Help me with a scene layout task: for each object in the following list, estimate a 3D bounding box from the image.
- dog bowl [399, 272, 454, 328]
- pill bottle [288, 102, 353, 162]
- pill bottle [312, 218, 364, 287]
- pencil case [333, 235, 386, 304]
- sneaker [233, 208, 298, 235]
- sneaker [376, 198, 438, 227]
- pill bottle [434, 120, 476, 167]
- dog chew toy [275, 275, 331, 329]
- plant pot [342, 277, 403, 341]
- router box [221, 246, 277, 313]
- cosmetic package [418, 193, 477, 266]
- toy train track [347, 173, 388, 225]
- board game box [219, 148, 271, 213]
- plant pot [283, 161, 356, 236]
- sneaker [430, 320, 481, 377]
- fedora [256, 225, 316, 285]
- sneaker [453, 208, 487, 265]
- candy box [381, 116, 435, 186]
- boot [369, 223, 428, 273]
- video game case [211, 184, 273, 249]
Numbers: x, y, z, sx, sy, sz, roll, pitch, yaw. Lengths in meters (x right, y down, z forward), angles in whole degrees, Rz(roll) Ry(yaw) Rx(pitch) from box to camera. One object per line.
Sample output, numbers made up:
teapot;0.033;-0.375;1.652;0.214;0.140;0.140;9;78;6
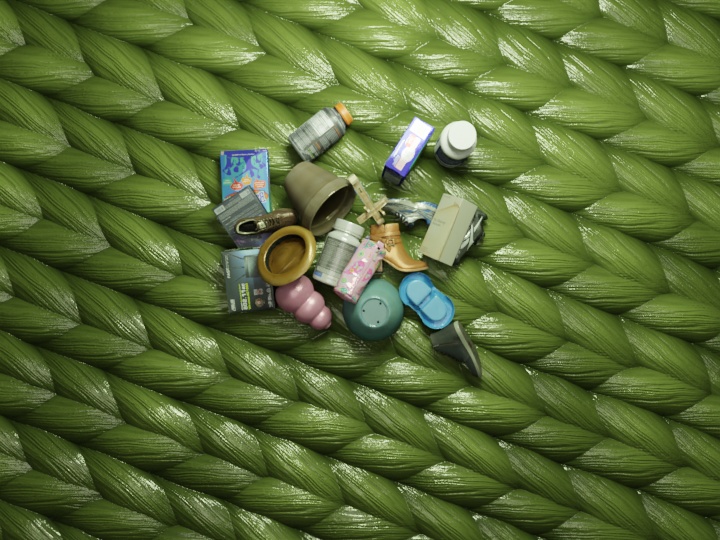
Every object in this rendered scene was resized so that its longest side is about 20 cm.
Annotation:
dog bowl;0.207;0.093;1.709;0.200;0.050;0.112;44;92;-4
pill bottle;-0.120;-0.435;1.688;0.199;0.106;0.107;-38;90;0
pill bottle;-0.065;-0.052;1.682;0.113;0.114;0.202;21;90;0
pencil case;0.000;0.000;1.622;0.087;0.087;0.201;33;78;0
sneaker;-0.289;-0.138;1.652;0.198;0.076;0.071;-13;107;2
sneaker;0.144;-0.181;1.704;0.197;0.077;0.086;7;94;0
pill bottle;0.291;-0.386;1.641;0.110;0.200;0.113;0;90;0
dog chew toy;-0.169;0.105;1.683;0.200;0.125;0.125;45;90;-8
plant pot;0.041;0.124;1.672;0.197;0.135;0.203;0;89;0
router box;-0.346;0.028;1.693;0.148;0.062;0.203;-6;99;1
cosmetic package;0.270;-0.127;1.673;0.073;0.103;0.202;19;95;-33
toy train track;0.023;-0.206;1.622;0.114;0.033;0.200;-39;128;-2
board game box;-0.364;-0.279;1.716;0.150;0.045;0.203;-3;91;-1
plant pot;-0.139;-0.236;1.658;0.173;0.200;0.200;44;90;16
sneaker;0.305;0.261;1.711;0.105;0.075;0.201;-24;103;21
fedora;-0.211;-0.035;1.619;0.198;0.082;0.203;-8;66;19
sneaker;0.347;-0.104;1.707;0.090;0.066;0.202;19;92;-8
candy box;0.141;-0.355;1.641;0.077;0.200;0.170;33;91;-1
boot;0.119;-0.071;1.706;0.197;0.074;0.157;2;86;-3
video game case;-0.351;-0.145;1.696;0.142;0.019;0.201;-31;107;6
